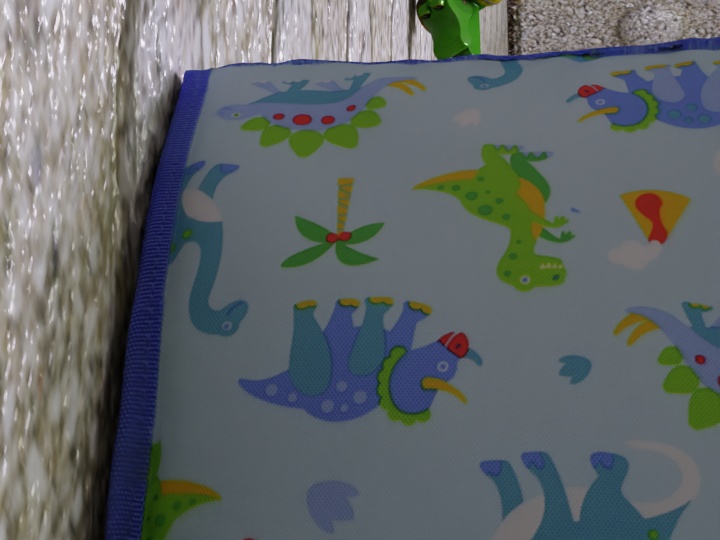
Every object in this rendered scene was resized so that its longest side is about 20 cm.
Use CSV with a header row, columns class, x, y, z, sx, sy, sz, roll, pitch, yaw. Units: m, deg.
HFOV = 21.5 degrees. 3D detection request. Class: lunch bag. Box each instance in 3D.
class,x,y,z,sx,sy,sz,roll,pitch,yaw
lunch bag,0.032,0.037,0.464,0.128,0.169,0.201,75,15,-68

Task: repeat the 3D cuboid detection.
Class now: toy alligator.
class,x,y,z,sx,sy,sz,roll,pitch,yaw
toy alligator,0.059,-0.182,1.269,0.054,0.059,0.201,31,49,-32
